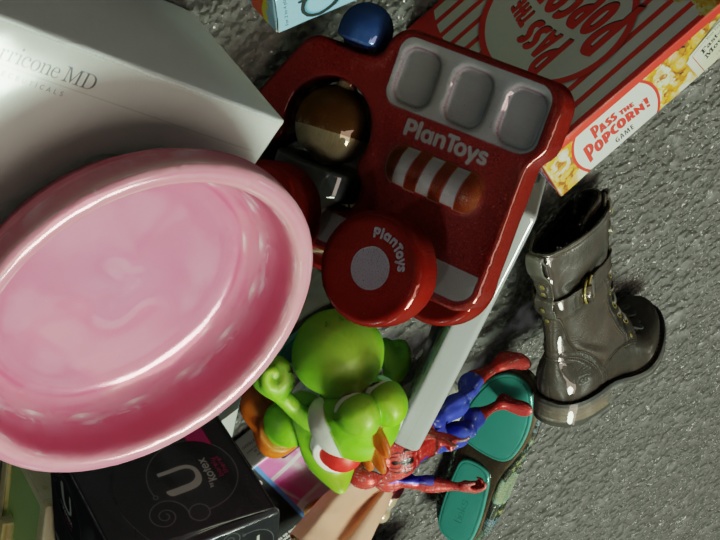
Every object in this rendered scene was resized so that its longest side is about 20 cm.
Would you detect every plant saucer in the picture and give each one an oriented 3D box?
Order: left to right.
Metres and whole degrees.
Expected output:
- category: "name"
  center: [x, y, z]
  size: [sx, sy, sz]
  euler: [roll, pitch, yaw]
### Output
- category: "plant saucer"
  center: [-0.121, 0.015, 0.768]
  size: [0.200, 0.051, 0.201]
  euler: [-24, 141, -21]

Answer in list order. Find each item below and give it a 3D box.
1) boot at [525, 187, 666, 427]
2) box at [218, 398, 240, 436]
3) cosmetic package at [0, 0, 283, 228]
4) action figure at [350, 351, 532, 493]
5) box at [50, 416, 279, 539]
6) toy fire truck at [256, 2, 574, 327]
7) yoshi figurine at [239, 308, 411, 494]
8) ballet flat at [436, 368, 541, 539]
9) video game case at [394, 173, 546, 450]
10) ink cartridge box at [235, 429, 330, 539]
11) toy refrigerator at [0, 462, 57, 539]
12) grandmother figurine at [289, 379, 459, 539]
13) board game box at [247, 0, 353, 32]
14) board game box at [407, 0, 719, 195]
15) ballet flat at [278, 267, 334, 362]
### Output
- category: "boot"
  center: [0.192, 0.014, 1.201]
  size: [0.200, 0.069, 0.175]
  euler: [-39, 132, -47]
- category: "box"
  center: [-0.142, 0.157, 1.069]
  size: [0.082, 0.049, 0.201]
  euler: [-35, 149, -46]
- category: "cosmetic package"
  center: [-0.185, -0.056, 0.785]
  size: [0.199, 0.123, 0.200]
  euler: [15, 116, -47]
- category: "action figure"
  center: [0.079, 0.125, 1.126]
  size: [0.200, 0.099, 0.066]
  euler: [-24, 116, -41]
- category: "box"
  center: [-0.126, 0.191, 0.954]
  size: [0.106, 0.122, 0.200]
  euler: [-18, 138, -25]
- category: "toy fire truck"
  center: [0.014, -0.064, 0.890]
  size: [0.112, 0.200, 0.169]
  euler: [3, 110, -61]
- category: "yoshi figurine"
  center: [-0.021, 0.076, 1.029]
  size: [0.113, 0.112, 0.200]
  euler: [-58, -170, -17]
- category: "ballet flat"
  center: [0.116, 0.148, 1.295]
  size: [0.074, 0.074, 0.200]
  euler: [-7, 134, -35]
- category: "video game case"
  center: [0.083, 0.002, 1.050]
  size: [0.182, 0.023, 0.200]
  euler: [-65, 178, -60]
- category: "ink cartridge box"
  center: [-0.052, 0.186, 1.207]
  size: [0.095, 0.037, 0.200]
  euler: [-38, 144, -2]
- category: "toy refrigerator"
  center: [-0.217, 0.201, 1.050]
  size: [0.070, 0.076, 0.200]
  euler: [-12, 135, -31]
- category: "grandmother figurine"
  center: [0.014, 0.162, 1.175]
  size: [0.200, 0.060, 0.121]
  euler: [-50, 160, -21]
- category: "board game box"
  center: [0.014, -0.227, 0.794]
  size: [0.199, 0.103, 0.105]
  euler: [-25, 140, -18]
- category: "board game box"
  center: [0.150, -0.164, 0.931]
  size: [0.200, 0.152, 0.046]
  euler: [-42, 143, 2]
- category: "ballet flat"
  center: [0.000, 0.000, 1.027]
  size: [0.069, 0.070, 0.200]
  euler: [-2, 157, -38]
